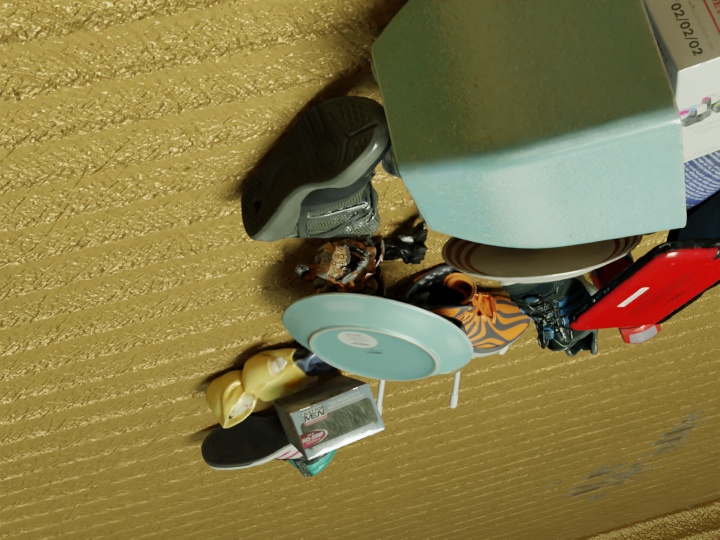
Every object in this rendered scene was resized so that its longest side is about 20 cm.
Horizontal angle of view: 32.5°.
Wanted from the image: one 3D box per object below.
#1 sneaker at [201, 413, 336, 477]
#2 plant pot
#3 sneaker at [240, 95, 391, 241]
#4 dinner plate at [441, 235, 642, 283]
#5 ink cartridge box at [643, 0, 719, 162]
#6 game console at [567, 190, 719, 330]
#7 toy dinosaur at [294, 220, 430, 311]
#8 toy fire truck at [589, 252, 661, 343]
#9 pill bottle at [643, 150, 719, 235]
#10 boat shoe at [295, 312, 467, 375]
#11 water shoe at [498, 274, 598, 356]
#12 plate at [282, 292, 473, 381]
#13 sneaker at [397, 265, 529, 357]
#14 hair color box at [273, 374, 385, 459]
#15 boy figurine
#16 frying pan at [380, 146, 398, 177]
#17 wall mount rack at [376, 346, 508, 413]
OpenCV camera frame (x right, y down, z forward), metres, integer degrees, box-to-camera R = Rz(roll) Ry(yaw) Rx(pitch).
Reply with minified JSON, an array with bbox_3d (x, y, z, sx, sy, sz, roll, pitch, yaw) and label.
[{"bbox_3d":[-0.110,0.236,1.671,0.199,0.084,0.121,-17,146,-5],"label":"sneaker"},{"bbox_3d":[0.121,-0.126,0.935,0.199,0.197,0.196,-16,157,9],"label":"plant pot"},{"bbox_3d":[-0.012,-0.085,1.062,0.114,0.077,0.199,-2,154,-35],"label":"sneaker"},{"bbox_3d":[0.180,-0.021,1.229,0.199,0.024,0.200,-9,-162,3],"label":"dinner plate"},{"bbox_3d":[0.259,-0.184,0.986,0.067,0.116,0.200,-19,155,2],"label":"ink cartridge box"},{"bbox_3d":[0.309,-0.031,1.235,0.171,0.119,0.200,-3,158,-21],"label":"game console"},{"bbox_3d":[0.000,0.000,1.259,0.135,0.103,0.200,-1,-171,-3],"label":"toy dinosaur"},{"bbox_3d":[0.305,0.029,1.438,0.049,0.200,0.141,-22,127,8],"label":"toy fire truck"},{"bbox_3d":[0.312,-0.128,1.146,0.111,0.111,0.200,5,147,-41],"label":"pill bottle"},{"bbox_3d":[0.023,0.061,1.360,0.199,0.073,0.065,8,125,8],"label":"boat shoe"},{"bbox_3d":[0.209,0.043,1.302,0.071,0.079,0.200,-10,161,32],"label":"water shoe"},{"bbox_3d":[0.015,0.077,1.264,0.199,0.026,0.200,10,156,5],"label":"plate"},{"bbox_3d":[0.126,0.046,1.427,0.199,0.078,0.112,-5,154,-27],"label":"sneaker"},{"bbox_3d":[-0.042,0.175,1.504,0.099,0.061,0.200,-21,-179,-9],"label":"hair color box"},{"bbox_3d":[-0.092,0.125,1.462,0.199,0.065,0.124,-23,162,4],"label":"boy figurine"},{"bbox_3d":[0.090,-0.112,1.125,0.115,0.031,0.190,-30,157,25],"label":"frying pan"},{"bbox_3d":[0.092,0.114,1.551,0.199,0.075,0.174,-4,153,-26],"label":"wall mount rack"}]
